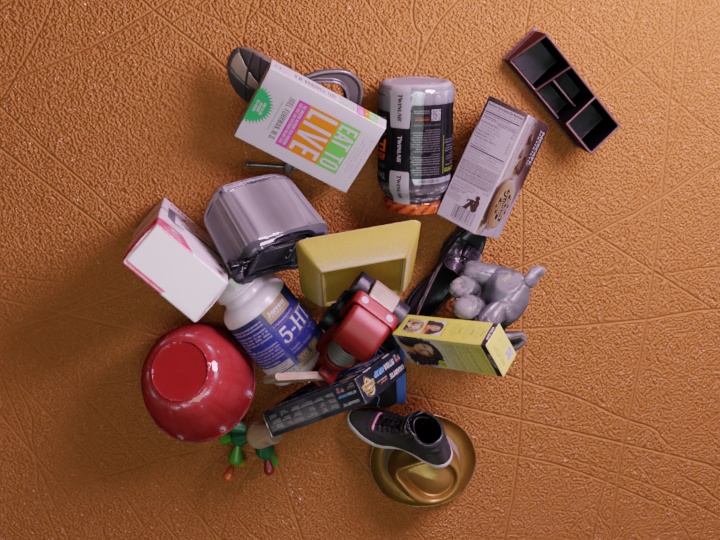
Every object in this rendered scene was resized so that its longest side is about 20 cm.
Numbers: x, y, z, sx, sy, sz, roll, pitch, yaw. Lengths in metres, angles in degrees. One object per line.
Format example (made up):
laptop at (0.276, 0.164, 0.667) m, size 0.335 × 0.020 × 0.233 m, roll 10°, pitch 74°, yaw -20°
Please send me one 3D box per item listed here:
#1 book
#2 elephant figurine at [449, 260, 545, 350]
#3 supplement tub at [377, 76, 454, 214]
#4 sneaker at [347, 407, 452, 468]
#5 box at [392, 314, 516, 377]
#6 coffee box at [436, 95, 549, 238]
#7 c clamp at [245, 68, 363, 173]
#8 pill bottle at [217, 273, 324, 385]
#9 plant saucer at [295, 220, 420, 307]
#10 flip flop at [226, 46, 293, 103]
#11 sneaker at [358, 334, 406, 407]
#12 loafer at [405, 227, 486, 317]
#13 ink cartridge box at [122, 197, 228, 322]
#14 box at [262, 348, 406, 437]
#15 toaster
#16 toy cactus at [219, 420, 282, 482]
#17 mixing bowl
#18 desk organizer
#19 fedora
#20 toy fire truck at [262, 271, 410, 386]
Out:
book at (-0.076, -0.221, 1.506) m, size 0.197 × 0.049 × 0.134 m, roll 24°, pitch 128°, yaw -16°
elephant figurine at (0.212, 0.081, 1.653) m, size 0.153 × 0.143 × 0.201 m, roll 19°, pitch 149°, yaw 20°
supplement tub at (0.086, -0.198, 1.554) m, size 0.120 × 0.123 × 0.204 m, roll -1°, pitch 107°, yaw -5°
sneaker at (0.066, 0.264, 1.684) m, size 0.197 × 0.071 × 0.100 m, roll 20°, pitch 148°, yaw 18°
box at (0.148, 0.119, 1.580) m, size 0.050 × 0.198 × 0.076 m, roll -53°, pitch 125°, yaw -30°
coffee box at (0.212, -0.161, 1.565) m, size 0.079 × 0.113 × 0.203 m, roll 29°, pitch 100°, yaw 26°
c clamp at (-0.082, -0.231, 1.545) m, size 0.168 × 0.027 × 0.202 m, roll 4°, pitch 131°, yaw -16°
pill bottle at (-0.155, 0.078, 1.619) m, size 0.119 × 0.120 × 0.201 m, roll -36°, pitch 108°, yaw 7°
plant saucer at (0.000, 0.000, 1.575) m, size 0.196 × 0.201 × 0.049 m, roll -10°, pitch 67°, yaw -5°
flip flop at (-0.121, -0.290, 1.542) m, size 0.197 × 0.058 × 0.081 m, roll 20°, pitch 125°, yaw -27°
sneaker at (0.035, 0.143, 1.685) m, size 0.076 × 0.070 × 0.204 m, roll -7°, pitch 108°, yaw -8°
loafer at (0.151, 0.010, 1.657) m, size 0.071 × 0.063 × 0.201 m, roll 33°, pitch 102°, yaw -15°
ink cartridge box at (-0.282, -0.021, 1.533) m, size 0.145 × 0.200 × 0.085 m, roll 41°, pitch 95°, yaw -16°
box at (-0.041, 0.199, 1.611) m, size 0.198 × 0.158 × 0.047 m, roll -24°, pitch 91°, yaw 29°
toaster at (-0.157, -0.066, 1.536) m, size 0.198 × 0.130 × 0.114 m, roll -18°, pitch 154°, yaw -37°
toy cactus at (-0.199, 0.285, 1.669) m, size 0.164 × 0.103 × 0.201 m, roll -13°, pitch 124°, yaw 46°
mixing bowl at (-0.276, 0.172, 1.594) m, size 0.196 × 0.108 × 0.204 m, roll -2°, pitch 75°, yaw 7°
desk organizer at (0.323, -0.285, 1.573) m, size 0.072 × 0.077 × 0.200 m, roll -42°, pitch 107°, yaw 8°
fedora at (0.115, 0.354, 1.751) m, size 0.196 × 0.082 × 0.205 m, roll -1°, pitch 107°, yaw -5°
toy fire truck at (-0.041, 0.116, 1.511) m, size 0.128 × 0.201 × 0.176 m, roll 36°, pitch 142°, yaw -7°
